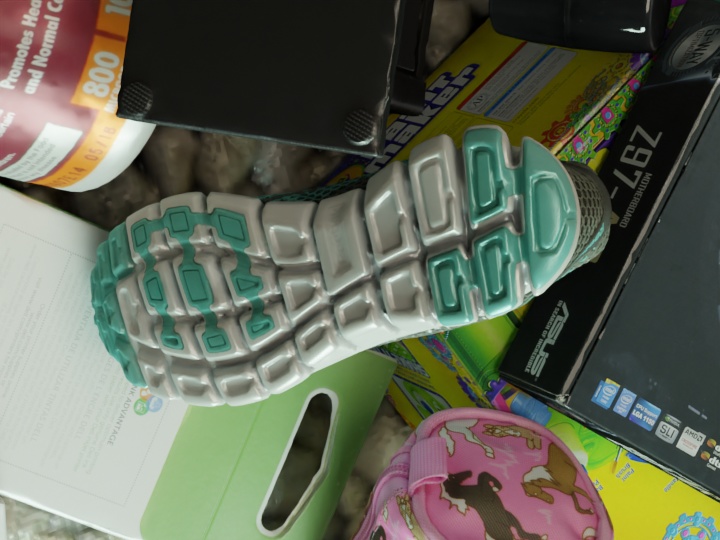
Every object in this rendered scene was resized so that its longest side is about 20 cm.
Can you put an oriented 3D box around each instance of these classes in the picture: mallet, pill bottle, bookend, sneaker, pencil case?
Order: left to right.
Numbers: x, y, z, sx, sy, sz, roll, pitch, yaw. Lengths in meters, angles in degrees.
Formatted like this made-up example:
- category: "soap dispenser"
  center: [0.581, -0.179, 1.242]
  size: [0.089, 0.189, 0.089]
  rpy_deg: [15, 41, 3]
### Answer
- category: "pill bottle"
  center: [-0.168, -0.101, 0.962]
  size: [0.199, 0.114, 0.115]
  rpy_deg: [13, 94, -31]
- category: "sneaker"
  center: [0.000, 0.000, 0.984]
  size: [0.091, 0.199, 0.078]
  rpy_deg: [-7, 88, -61]
- category: "bookend"
  center: [0.005, -0.138, 0.991]
  size: [0.199, 0.092, 0.201]
  rpy_deg: [8, 92, -74]
- category: "pencil case"
  center: [0.021, 0.135, 1.075]
  size: [0.086, 0.083, 0.200]
  rpy_deg: [-15, 150, -36]
- category: "mallet"
  center: [0.088, -0.175, 1.067]
  size: [0.041, 0.066, 0.201]
  rpy_deg: [57, 36, -66]

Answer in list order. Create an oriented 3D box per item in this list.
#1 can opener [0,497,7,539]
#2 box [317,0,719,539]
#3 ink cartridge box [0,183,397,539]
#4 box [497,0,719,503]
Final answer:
- category: "can opener"
  center: [-0.153, 0.156, 1.049]
  size: [0.052, 0.066, 0.201]
  rpy_deg: [-16, 123, -23]
- category: "box"
  center: [0.108, -0.002, 1.131]
  size: [0.200, 0.122, 0.193]
  rpy_deg: [-44, 117, -15]
- category: "ink cartridge box"
  center: [-0.096, 0.040, 1.063]
  size: [0.199, 0.059, 0.104]
  rpy_deg: [24, 89, -30]
- category: "box"
  center: [0.167, 0.014, 1.073]
  size: [0.200, 0.043, 0.161]
  rpy_deg: [31, 85, -31]
